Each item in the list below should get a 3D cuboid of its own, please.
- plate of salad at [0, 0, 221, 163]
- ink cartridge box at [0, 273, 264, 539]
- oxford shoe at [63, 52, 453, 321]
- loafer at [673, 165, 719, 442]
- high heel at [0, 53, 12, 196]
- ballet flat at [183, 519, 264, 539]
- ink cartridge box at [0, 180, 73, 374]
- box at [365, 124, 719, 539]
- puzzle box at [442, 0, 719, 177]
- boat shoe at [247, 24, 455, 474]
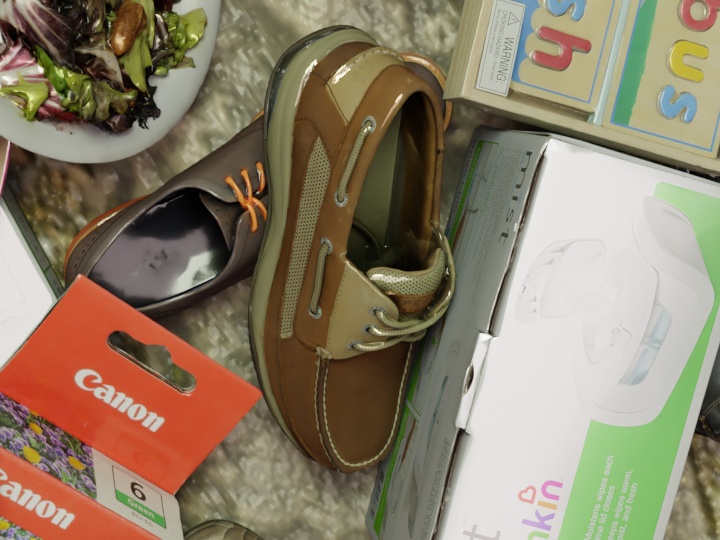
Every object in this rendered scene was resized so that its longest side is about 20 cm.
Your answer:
[{"bbox_3d":[-0.119,-0.145,0.753,0.048,0.200,0.201,-10,99,37],"label":"plate of salad"},{"bbox_3d":[-0.139,0.111,0.796,0.109,0.050,0.200,34,106,-24],"label":"ink cartridge box"},{"bbox_3d":[-0.041,-0.031,0.817,0.199,0.073,0.071,-34,98,-2],"label":"oxford shoe"},{"bbox_3d":[0.183,-0.018,0.837,0.072,0.072,0.201,8,98,-30],"label":"loafer"},{"bbox_3d":[-0.157,0.009,0.735,0.095,0.067,0.201,-20,72,3],"label":"high heel"},{"bbox_3d":[-0.036,0.212,0.854,0.067,0.046,0.201,-20,98,-3],"label":"ballet flat"},{"bbox_3d":[-0.216,-0.038,0.803,0.103,0.059,0.201,-28,98,-3],"label":"ink cartridge box"},{"bbox_3d":[0.076,0.045,0.786,0.096,0.176,0.201,15,93,-8],"label":"box"},{"bbox_3d":[0.121,-0.153,0.786,0.132,0.025,0.202,13,89,-18],"label":"puzzle box"},{"bbox_3d":[0.000,0.000,0.777,0.075,0.074,0.201,-23,124,-35],"label":"boat shoe"}]
